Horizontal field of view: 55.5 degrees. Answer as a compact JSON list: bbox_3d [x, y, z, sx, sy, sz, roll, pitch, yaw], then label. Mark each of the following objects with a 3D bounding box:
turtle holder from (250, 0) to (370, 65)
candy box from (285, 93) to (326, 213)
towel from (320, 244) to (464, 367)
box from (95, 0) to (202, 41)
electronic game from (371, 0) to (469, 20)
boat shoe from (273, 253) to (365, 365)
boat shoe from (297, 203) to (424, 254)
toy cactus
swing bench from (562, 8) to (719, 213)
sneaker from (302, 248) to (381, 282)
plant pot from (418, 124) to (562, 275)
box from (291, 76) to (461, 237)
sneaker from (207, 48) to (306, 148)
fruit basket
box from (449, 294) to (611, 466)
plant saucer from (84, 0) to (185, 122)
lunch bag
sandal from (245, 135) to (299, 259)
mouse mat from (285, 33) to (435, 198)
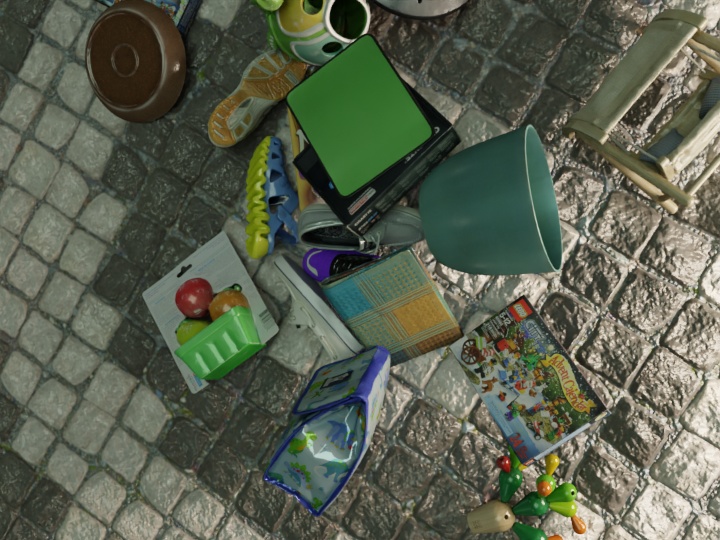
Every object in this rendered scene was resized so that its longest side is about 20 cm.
[{"bbox_3d":[-0.067,-0.385,1.003,0.132,0.185,0.141,27,78,49],"label":"turtle holder"},{"bbox_3d":[-0.044,-0.183,1.067,0.116,0.056,0.201,-8,86,13],"label":"candy box"},{"bbox_3d":[0.050,0.058,0.993,0.146,0.022,0.200,-23,128,16],"label":"towel"},{"bbox_3d":[-0.360,-0.488,1.155,0.200,0.040,0.137,29,96,12],"label":"box"},{"bbox_3d":[0.083,-0.461,1.017,0.199,0.042,0.201,2,74,-6],"label":"electronic game"},{"bbox_3d":[-0.079,0.066,1.069,0.070,0.071,0.200,-41,87,7],"label":"boat shoe"},{"bbox_3d":[0.004,-0.053,1.015,0.200,0.072,0.070,3,132,4],"label":"boat shoe"},{"bbox_3d":[0.234,0.350,0.984,0.165,0.102,0.200,-26,92,22],"label":"toy cactus"},{"bbox_3d":[0.414,-0.217,0.918,0.200,0.130,0.199,40,99,11],"label":"swing bench"},{"bbox_3d":[0.000,-0.001,1.030,0.200,0.100,0.070,14,90,13],"label":"sneaker"},{"bbox_3d":[0.176,-0.083,0.946,0.161,0.200,0.201,-10,87,24],"label":"plant pot"},{"bbox_3d":[0.019,-0.170,0.975,0.200,0.046,0.159,-43,59,7],"label":"box"},{"bbox_3d":[-0.172,-0.275,1.092,0.200,0.088,0.076,-46,101,-13],"label":"sneaker"},{"bbox_3d":[-0.244,0.068,1.111,0.185,0.094,0.200,-37,66,10],"label":"fruit basket"},{"bbox_3d":[0.234,0.153,0.968,0.136,0.038,0.200,-37,59,11],"label":"box"},{"bbox_3d":[-0.385,-0.349,1.141,0.200,0.034,0.201,5,104,19],"label":"plant saucer"},{"bbox_3d":[-0.033,0.213,0.977,0.127,0.170,0.200,36,111,0],"label":"lunch bag"},{"bbox_3d":[-0.135,-0.115,1.089,0.087,0.079,0.201,4,82,-23],"label":"sandal"},{"bbox_3d":[-0.006,-0.218,0.957,0.161,0.008,0.200,-34,71,13],"label":"mouse mat"}]
